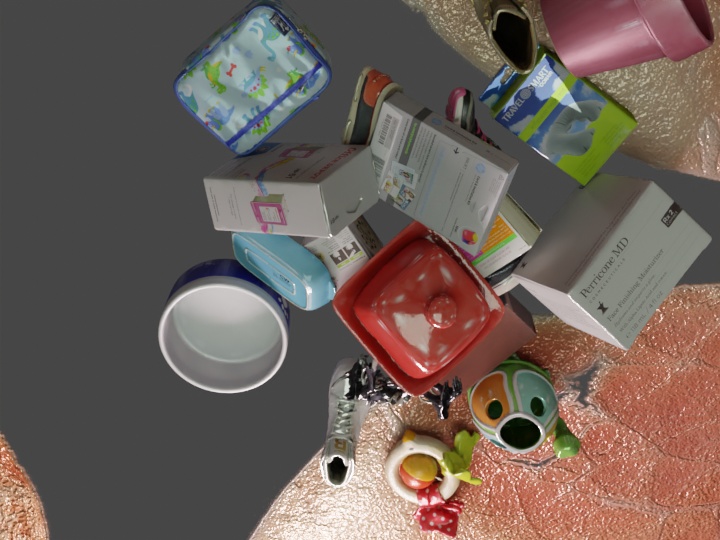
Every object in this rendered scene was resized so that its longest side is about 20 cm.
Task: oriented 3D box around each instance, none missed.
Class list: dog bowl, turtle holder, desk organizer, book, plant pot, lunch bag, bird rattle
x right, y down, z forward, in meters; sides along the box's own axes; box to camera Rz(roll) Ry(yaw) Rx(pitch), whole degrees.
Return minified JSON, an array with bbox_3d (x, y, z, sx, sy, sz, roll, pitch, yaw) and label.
[{"bbox_3d":[-0.208,0.086,1.739,0.198,0.079,0.202,1,121,1],"label":"dog bowl"},{"bbox_3d":[0.253,0.234,1.787,0.140,0.132,0.186,-24,116,10],"label":"turtle holder"},{"bbox_3d":[0.175,0.119,1.766,0.200,0.072,0.077,-41,112,18],"label":"desk organizer"},{"bbox_3d":[0.143,-0.087,1.608,0.200,0.048,0.133,47,136,-7],"label":"book"},{"bbox_3d":[0.342,-0.349,1.476,0.178,0.201,0.201,-22,116,29],"label":"plant pot"},{"bbox_3d":[-0.146,-0.271,1.569,0.199,0.083,0.161,-36,114,18],"label":"lunch bag"},{"bbox_3d":[0.119,0.343,1.885,0.162,0.113,0.201,26,128,0],"label":"bird rattle"}]

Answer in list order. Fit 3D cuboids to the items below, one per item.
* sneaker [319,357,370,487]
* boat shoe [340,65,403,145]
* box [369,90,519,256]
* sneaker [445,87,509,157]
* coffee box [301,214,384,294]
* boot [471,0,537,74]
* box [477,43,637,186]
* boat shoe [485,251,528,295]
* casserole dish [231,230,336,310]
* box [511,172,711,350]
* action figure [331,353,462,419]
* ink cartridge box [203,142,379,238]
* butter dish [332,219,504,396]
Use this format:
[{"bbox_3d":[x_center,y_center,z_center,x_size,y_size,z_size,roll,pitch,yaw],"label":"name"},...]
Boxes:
[{"bbox_3d":[-0.022,0.251,1.808,0.073,0.116,0.202,6,115,-1],"label":"sneaker"},{"bbox_3d":[0.003,-0.194,1.616,0.062,0.071,0.201,37,128,26],"label":"boat shoe"},{"bbox_3d":[0.103,-0.133,1.547,0.199,0.041,0.157,32,135,15],"label":"box"},{"bbox_3d":[0.172,-0.173,1.621,0.087,0.074,0.202,-8,120,3],"label":"sneaker"},{"bbox_3d":[0.000,0.000,1.683,0.079,0.113,0.201,-29,112,15],"label":"coffee box"},{"bbox_3d":[0.177,-0.365,1.476,0.072,0.155,0.201,-21,114,11],"label":"boot"},{"bbox_3d":[0.282,-0.227,1.606,0.199,0.048,0.122,33,112,-16],"label":"box"},{"bbox_3d":[0.165,-0.002,1.701,0.199,0.075,0.093,-31,119,15],"label":"boat shoe"},{"bbox_3d":[-0.122,-0.010,1.655,0.199,0.039,0.122,35,154,18],"label":"casserole dish"},{"bbox_3d":[0.350,-0.020,1.594,0.130,0.200,0.200,39,87,-17],"label":"box"},{"bbox_3d":[0.052,0.160,1.709,0.198,0.119,0.103,11,105,25],"label":"action figure"},{"bbox_3d":[-0.093,-0.115,1.567,0.198,0.144,0.085,6,120,30],"label":"ink cartridge box"},{"bbox_3d":[0.096,0.054,1.567,0.199,0.148,0.200,-42,99,-8],"label":"butter dish"}]
